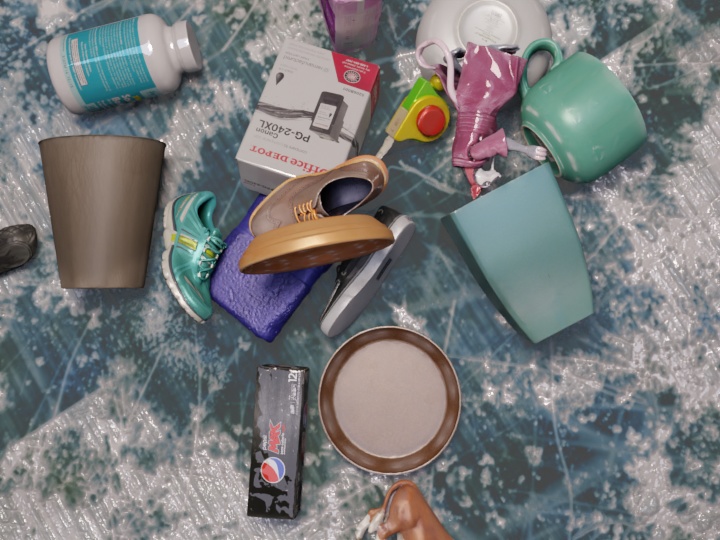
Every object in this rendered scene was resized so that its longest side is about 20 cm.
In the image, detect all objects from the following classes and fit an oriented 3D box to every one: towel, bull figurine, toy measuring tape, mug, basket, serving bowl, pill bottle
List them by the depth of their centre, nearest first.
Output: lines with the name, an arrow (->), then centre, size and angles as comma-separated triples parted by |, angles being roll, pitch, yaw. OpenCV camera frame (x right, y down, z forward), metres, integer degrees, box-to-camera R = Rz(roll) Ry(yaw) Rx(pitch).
bull figurine -> 0.085, 0.384, 1.022 | 0.121, 0.065, 0.201 | -34, 81, -11
mug -> 0.278, -0.203, 1.025 | 0.114, 0.152, 0.186 | -37, 50, 2
basket -> -0.357, -0.076, 1.062 | 0.178, 0.136, 0.203 | -2, 89, 7
serving bowl -> 0.177, -0.329, 1.078 | 0.197, 0.066, 0.203 | 0, 85, 3
toy measuring tape -> 0.071, -0.185, 1.080 | 0.073, 0.074, 0.201 | 33, 104, 6
towel -> -0.122, -0.016, 1.083 | 0.147, 0.050, 0.201 | 37, 88, 10
pill bottle -> -0.331, -0.297, 1.086 | 0.197, 0.111, 0.112 | -13, 85, 3

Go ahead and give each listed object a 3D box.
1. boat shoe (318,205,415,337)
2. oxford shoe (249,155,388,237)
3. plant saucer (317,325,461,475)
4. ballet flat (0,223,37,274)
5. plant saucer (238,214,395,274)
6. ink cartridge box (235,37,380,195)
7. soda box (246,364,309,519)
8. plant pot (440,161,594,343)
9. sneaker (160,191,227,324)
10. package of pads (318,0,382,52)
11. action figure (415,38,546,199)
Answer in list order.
boat shoe -> 0.000, 0.000, 1.067 | 0.056, 0.069, 0.201 | 34, 85, 21
oxford shoe -> -0.062, -0.085, 0.955 | 0.198, 0.073, 0.072 | -25, 104, 19
plant saucer -> 0.040, 0.179, 1.061 | 0.197, 0.034, 0.203 | 0, 86, 3
ballet flat -> -0.564, -0.016, 1.116 | 0.197, 0.057, 0.067 | -15, 127, 4
plant saucer -> -0.056, -0.033, 0.952 | 0.197, 0.200, 0.038 | -13, 84, 3
ink cartridge box -> -0.069, -0.198, 1.053 | 0.143, 0.084, 0.202 | 18, 72, 4
soda box -> -0.112, 0.233, 1.051 | 0.070, 0.063, 0.203 | 3, 85, 5
plant pot -> 0.218, -0.015, 1.018 | 0.140, 0.141, 0.202 | -27, 91, 1
sneaker -> -0.224, -0.025, 1.043 | 0.079, 0.078, 0.202 | -19, 62, 13
package of pads -> -0.018, -0.385, 1.028 | 0.075, 0.200, 0.122 | -15, 88, -3
action figure -> 0.151, -0.194, 0.988 | 0.147, 0.134, 0.203 | 8, 88, -24
